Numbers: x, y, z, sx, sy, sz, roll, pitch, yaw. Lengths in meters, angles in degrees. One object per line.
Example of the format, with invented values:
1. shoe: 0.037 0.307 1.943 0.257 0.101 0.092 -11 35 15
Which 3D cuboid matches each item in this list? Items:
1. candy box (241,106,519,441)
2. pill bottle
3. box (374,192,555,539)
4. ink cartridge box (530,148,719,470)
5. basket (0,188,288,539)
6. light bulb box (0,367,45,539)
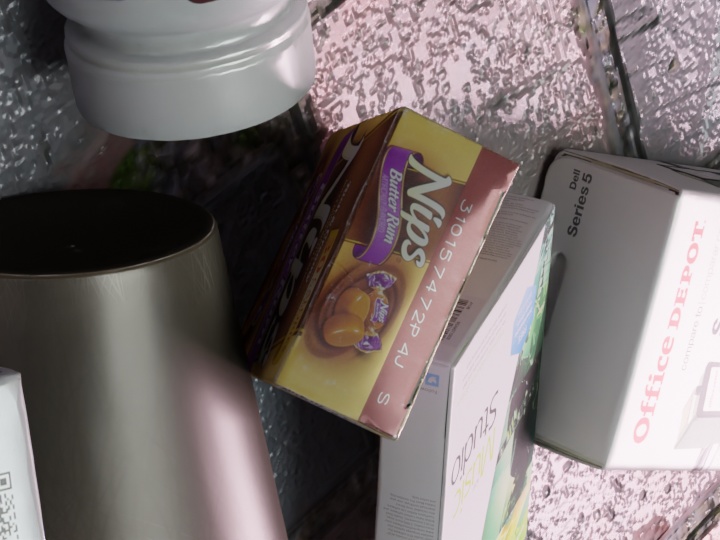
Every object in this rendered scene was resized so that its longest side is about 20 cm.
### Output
1. candy box: 0.000 0.000 1.035 0.056 0.200 0.117 25 86 -9
2. pill bottle: -0.073 -0.159 0.943 0.114 0.114 0.201 -29 126 -36
3. box: 0.047 0.084 1.171 0.144 0.036 0.201 -54 154 -51
4. ink cartridge box: 0.172 0.024 1.300 0.200 0.084 0.146 4 103 -47
5. basket: -0.108 0.079 0.996 0.180 0.136 0.201 -9 109 -18
6. light bulb box: -0.210 0.144 0.856 0.198 0.125 0.201 -11 97 -30
